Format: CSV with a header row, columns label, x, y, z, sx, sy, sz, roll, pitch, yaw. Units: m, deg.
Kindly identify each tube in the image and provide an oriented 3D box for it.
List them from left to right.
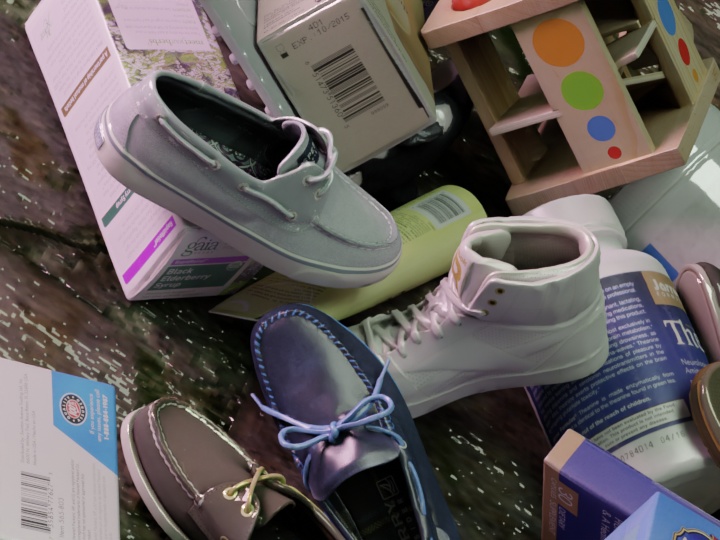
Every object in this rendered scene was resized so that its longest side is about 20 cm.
label,x,y,z,sx,sy,sz,roll,pitch,yaw
tube,0.000,0.000,1.723,0.200,0.058,0.052,-26,76,-47

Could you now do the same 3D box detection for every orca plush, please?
label,x,y,z,sx,sy,sz,roll,pitch,yaw
orca plush,0.018,-0.076,1.811,0.105,0.071,0.200,2,25,22

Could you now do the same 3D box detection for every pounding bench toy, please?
label,x,y,z,sx,sy,sz,roll,pitch,yaw
pounding bench toy,0.143,-0.163,1.825,0.156,0.124,0.200,62,30,-21

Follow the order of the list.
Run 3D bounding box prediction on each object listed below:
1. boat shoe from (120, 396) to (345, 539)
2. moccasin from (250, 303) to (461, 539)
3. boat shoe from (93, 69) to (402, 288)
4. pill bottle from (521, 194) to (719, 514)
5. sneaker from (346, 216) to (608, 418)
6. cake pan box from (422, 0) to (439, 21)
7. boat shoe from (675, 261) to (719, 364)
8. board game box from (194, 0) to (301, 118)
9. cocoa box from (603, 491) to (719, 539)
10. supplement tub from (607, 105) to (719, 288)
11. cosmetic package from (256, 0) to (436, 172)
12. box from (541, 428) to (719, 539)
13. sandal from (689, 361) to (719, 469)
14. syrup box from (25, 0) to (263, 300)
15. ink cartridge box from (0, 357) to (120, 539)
label,x,y,z,sx,sy,sz,roll,pitch,yaw
boat shoe,-0.052,0.144,1.561,0.202,0.060,0.072,50,44,8
moccasin,0.005,0.106,1.591,0.200,0.080,0.068,55,10,1
boat shoe,-0.051,-0.053,1.595,0.200,0.072,0.070,24,45,-25
pill bottle,0.155,0.058,1.745,0.111,0.111,0.200,-2,58,-37
sneaker,0.045,0.022,1.639,0.199,0.116,0.074,-13,48,-6
cake pan box,-0.030,-0.272,1.922,0.199,0.052,0.185,12,52,-28
boat shoe,0.245,0.086,1.776,0.057,0.067,0.201,-17,98,-21
board game box,-0.080,-0.162,1.704,0.200,0.026,0.200,57,12,-26
cocoa box,0.147,0.242,1.526,0.131,0.200,0.134,31,44,-11
supplement tub,0.253,0.007,1.845,0.200,0.132,0.132,46,43,5
cosmetic package,-0.009,-0.154,1.751,0.105,0.071,0.200,57,13,-24
box,0.191,0.180,1.617,0.200,0.121,0.032,30,61,22
sandal,0.274,0.127,1.666,0.200,0.054,0.080,51,38,6
syrup box,-0.121,-0.086,1.680,0.079,0.081,0.200,-3,61,-38
ink cartridge box,-0.228,0.101,1.462,0.199,0.068,0.115,16,48,-26
